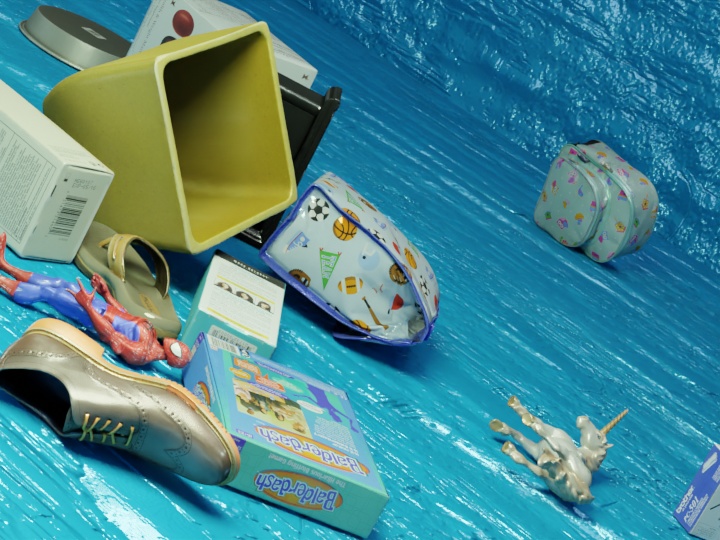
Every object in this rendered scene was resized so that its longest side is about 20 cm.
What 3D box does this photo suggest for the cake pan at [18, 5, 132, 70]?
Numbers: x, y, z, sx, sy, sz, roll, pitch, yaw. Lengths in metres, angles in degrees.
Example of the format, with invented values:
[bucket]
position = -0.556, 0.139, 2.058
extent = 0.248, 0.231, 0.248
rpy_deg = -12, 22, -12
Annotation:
[cake pan]
position = -0.389, -0.323, 2.412
extent = 0.199, 0.037, 0.200
rpy_deg = 27, 14, -7

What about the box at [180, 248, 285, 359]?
[box]
position = -0.122, 0.043, 1.622
extent = 0.082, 0.049, 0.200
rpy_deg = 27, 14, -7

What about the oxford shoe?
[oxford shoe]
position = -0.184, 0.113, 1.261
extent = 0.199, 0.072, 0.073
rpy_deg = 27, 33, 11

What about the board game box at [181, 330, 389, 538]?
[board game box]
position = -0.067, 0.135, 1.418
extent = 0.151, 0.045, 0.200
rpy_deg = 24, 14, -18

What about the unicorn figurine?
[unicorn figurine]
position = 0.204, 0.185, 1.736
extent = 0.137, 0.074, 0.200
rpy_deg = 35, 27, -13

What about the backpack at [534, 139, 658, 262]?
[backpack]
position = 0.413, -0.114, 2.949
extent = 0.200, 0.177, 0.153
rpy_deg = 37, 33, 29

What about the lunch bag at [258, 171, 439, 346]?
[lunch bag]
position = 0.000, 0.000, 1.848
extent = 0.200, 0.124, 0.170
rpy_deg = 38, 12, -2

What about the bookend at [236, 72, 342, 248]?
[bookend]
position = -0.152, -0.163, 1.977
extent = 0.198, 0.201, 0.092
rpy_deg = 27, 14, -7

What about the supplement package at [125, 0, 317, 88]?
[supplement package]
position = -0.195, -0.228, 2.135
extent = 0.146, 0.192, 0.200
rpy_deg = 15, 19, -40

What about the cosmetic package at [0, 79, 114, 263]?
[cosmetic package]
position = -0.337, -0.103, 1.614
extent = 0.200, 0.104, 0.073
rpy_deg = 39, 17, 32

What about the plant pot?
[plant pot]
position = -0.211, -0.136, 1.732
extent = 0.199, 0.196, 0.195
rpy_deg = 0, 18, 32

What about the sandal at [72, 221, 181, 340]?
[sandal]
position = -0.213, 0.000, 1.589
extent = 0.080, 0.054, 0.200
rpy_deg = 18, 18, -36

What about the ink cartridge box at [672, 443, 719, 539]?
[ink cartridge box]
position = 0.447, 0.265, 1.846
extent = 0.199, 0.094, 0.044
rpy_deg = 22, 15, -26

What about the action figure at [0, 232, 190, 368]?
[action figure]
position = -0.236, 0.031, 1.460
extent = 0.199, 0.052, 0.065
rpy_deg = 31, 10, 0
